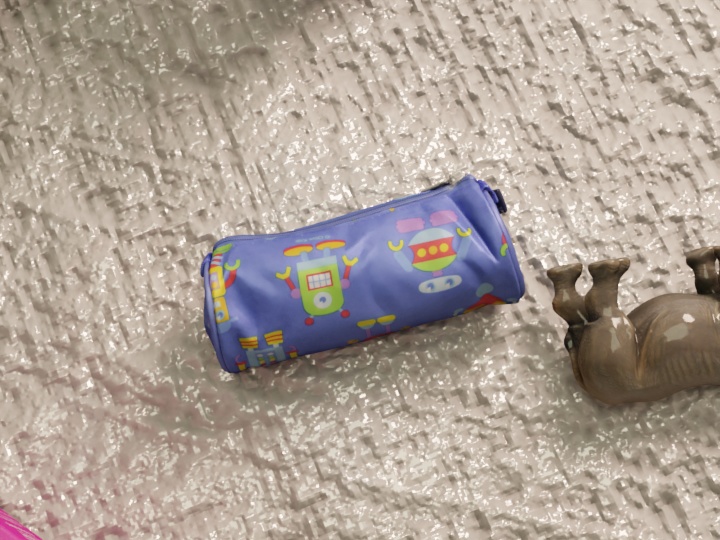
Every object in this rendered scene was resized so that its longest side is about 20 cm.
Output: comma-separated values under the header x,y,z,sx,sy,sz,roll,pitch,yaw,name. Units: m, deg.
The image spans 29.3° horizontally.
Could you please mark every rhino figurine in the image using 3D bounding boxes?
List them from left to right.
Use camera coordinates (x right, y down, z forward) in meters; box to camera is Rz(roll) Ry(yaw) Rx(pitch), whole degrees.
x,y,z,sx,sy,sz,roll,pitch,yaw,name
0.214,0.029,0.810,0.199,0.060,0.088,-7,89,2,rhino figurine

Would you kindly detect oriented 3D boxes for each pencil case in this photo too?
x,y,z,sx,sy,sz,roll,pitch,yaw,name
0.000,0.000,0.830,0.199,0.078,0.087,-15,99,-1,pencil case

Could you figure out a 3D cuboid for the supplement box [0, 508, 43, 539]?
x,y,z,sx,sy,sz,roll,pitch,yaw,name
-0.239,0.178,0.780,0.199,0.103,0.101,31,77,16,supplement box
